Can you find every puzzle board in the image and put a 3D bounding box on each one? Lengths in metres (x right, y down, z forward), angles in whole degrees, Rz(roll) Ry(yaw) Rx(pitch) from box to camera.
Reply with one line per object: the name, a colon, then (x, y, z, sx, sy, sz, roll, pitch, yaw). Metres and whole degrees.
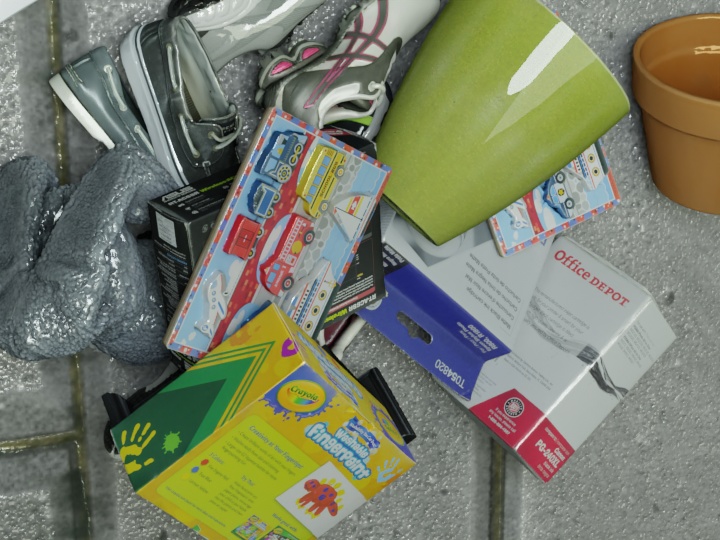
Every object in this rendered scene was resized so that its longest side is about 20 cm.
puzzle board: (-0.060, -0.013, 1.133, 0.150, 0.017, 0.201, 22, 93, -46)
puzzle board: (0.164, -0.134, 1.371, 0.150, 0.017, 0.202, -24, 99, -24)

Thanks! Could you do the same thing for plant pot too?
plant pot: (0.364, -0.149, 1.409, 0.198, 0.200, 0.141, -14, 126, -18)
plant pot: (0.100, -0.126, 1.245, 0.187, 0.187, 0.200, 41, 91, -27)

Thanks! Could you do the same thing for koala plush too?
koala plush: (-0.214, 0.019, 1.221, 0.200, 0.176, 0.185, 42, 54, -49)

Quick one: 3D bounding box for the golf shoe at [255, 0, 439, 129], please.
golf shoe: (0.002, -0.184, 1.273, 0.199, 0.077, 0.088, -36, 73, -15)

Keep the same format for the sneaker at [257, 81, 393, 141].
sneaker: (-0.053, -0.112, 1.304, 0.083, 0.072, 0.200, 43, 87, -25)

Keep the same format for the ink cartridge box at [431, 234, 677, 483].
ink cartridge box: (0.192, 0.085, 1.414, 0.200, 0.145, 0.083, -46, 133, -4)

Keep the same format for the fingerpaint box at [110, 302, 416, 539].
fingerpaint box: (-0.074, 0.141, 1.150, 0.166, 0.074, 0.200, -38, 139, 6)

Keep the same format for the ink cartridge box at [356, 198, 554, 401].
ink cartridge box: (0.088, -0.010, 1.358, 0.199, 0.040, 0.201, 38, 63, -31)

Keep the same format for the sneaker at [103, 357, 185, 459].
sneaker: (-0.148, 0.115, 1.342, 0.200, 0.074, 0.080, -41, 131, -2)

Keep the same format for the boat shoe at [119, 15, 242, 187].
boat shoe: (-0.138, -0.122, 1.224, 0.072, 0.070, 0.201, -45, 114, -49)

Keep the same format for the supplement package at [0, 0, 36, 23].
supplement package: (-0.323, -0.262, 1.076, 0.150, 0.200, 0.152, -35, 115, -9)

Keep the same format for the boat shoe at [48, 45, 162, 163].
boat shoe: (-0.185, -0.109, 1.251, 0.062, 0.073, 0.200, -42, 111, -2)

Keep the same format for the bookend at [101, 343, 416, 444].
bookend: (-0.086, 0.131, 1.258, 0.198, 0.092, 0.200, -36, 140, 5)

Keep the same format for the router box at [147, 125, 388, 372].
router box: (-0.072, -0.015, 1.178, 0.199, 0.062, 0.151, -25, 124, -34)

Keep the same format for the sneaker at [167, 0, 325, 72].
sneaker: (-0.071, -0.242, 1.266, 0.199, 0.074, 0.080, -26, 125, -8)

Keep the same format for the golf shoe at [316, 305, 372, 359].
golf shoe: (0.000, 0.000, 1.351, 0.077, 0.088, 0.201, 22, 95, -24)
